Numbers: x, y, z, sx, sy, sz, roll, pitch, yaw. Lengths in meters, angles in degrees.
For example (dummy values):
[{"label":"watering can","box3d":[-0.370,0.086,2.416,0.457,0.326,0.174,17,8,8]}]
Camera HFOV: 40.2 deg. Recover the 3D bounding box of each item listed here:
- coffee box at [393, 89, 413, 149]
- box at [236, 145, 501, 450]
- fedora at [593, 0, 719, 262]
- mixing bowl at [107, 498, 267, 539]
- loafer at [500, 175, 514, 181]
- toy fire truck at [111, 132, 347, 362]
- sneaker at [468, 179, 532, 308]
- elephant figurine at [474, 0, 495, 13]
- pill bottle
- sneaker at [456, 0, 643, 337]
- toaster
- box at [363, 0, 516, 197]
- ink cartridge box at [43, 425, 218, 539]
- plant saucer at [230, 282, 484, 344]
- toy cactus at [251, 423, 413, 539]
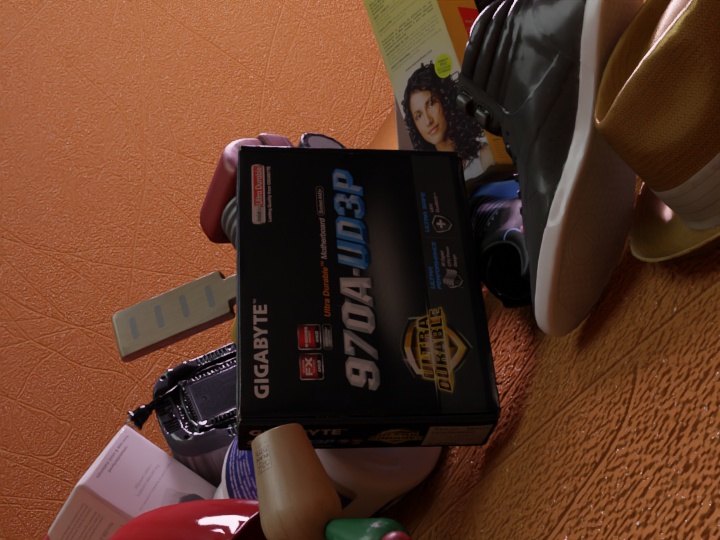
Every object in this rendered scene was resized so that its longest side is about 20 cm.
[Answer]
[{"label":"coffee box","box3d":[0.097,-0.168,1.023,0.200,0.111,0.081,-68,-26,-74]},{"label":"box","box3d":[-0.002,0.013,0.633,0.046,0.156,0.203,103,166,-57]},{"label":"fedora","box3d":[0.176,-0.103,0.486,0.202,0.081,0.201,-57,7,11]},{"label":"mixing bowl","box3d":[-0.119,0.229,0.627,0.200,0.107,0.203,-46,-36,-50]},{"label":"loafer","box3d":[0.137,-0.107,0.835,0.072,0.062,0.201,-53,9,27]},{"label":"toy fire truck","box3d":[-0.083,-0.013,0.729,0.177,0.197,0.130,53,128,38]},{"label":"sneaker","box3d":[0.100,-0.014,0.686,0.078,0.070,0.200,-54,7,-14]},{"label":"elephant figurine","box3d":[0.155,-0.180,0.777,0.198,0.140,0.158,10,99,43]},{"label":"pill bottle","box3d":[-0.036,0.146,0.731,0.200,0.119,0.121,-50,11,43]},{"label":"sneaker","box3d":[0.103,-0.068,0.576,0.098,0.070,0.204,13,100,44]},{"label":"toaster","box3d":[-0.098,0.142,0.882,0.197,0.131,0.114,-23,40,-14]},{"label":"box","box3d":[0.059,-0.159,0.743,0.050,0.203,0.075,-8,-15,-42]},{"label":"ink cartridge box","box3d":[-0.159,0.248,0.820,0.146,0.199,0.085,-52,4,33]},{"label":"plant saucer","box3d":[0.000,0.000,0.835,0.202,0.198,0.049,-58,-34,-17]},{"label":"toy cactus","box3d":[-0.028,0.167,0.518,0.200,0.101,0.167,-43,60,42]}]
